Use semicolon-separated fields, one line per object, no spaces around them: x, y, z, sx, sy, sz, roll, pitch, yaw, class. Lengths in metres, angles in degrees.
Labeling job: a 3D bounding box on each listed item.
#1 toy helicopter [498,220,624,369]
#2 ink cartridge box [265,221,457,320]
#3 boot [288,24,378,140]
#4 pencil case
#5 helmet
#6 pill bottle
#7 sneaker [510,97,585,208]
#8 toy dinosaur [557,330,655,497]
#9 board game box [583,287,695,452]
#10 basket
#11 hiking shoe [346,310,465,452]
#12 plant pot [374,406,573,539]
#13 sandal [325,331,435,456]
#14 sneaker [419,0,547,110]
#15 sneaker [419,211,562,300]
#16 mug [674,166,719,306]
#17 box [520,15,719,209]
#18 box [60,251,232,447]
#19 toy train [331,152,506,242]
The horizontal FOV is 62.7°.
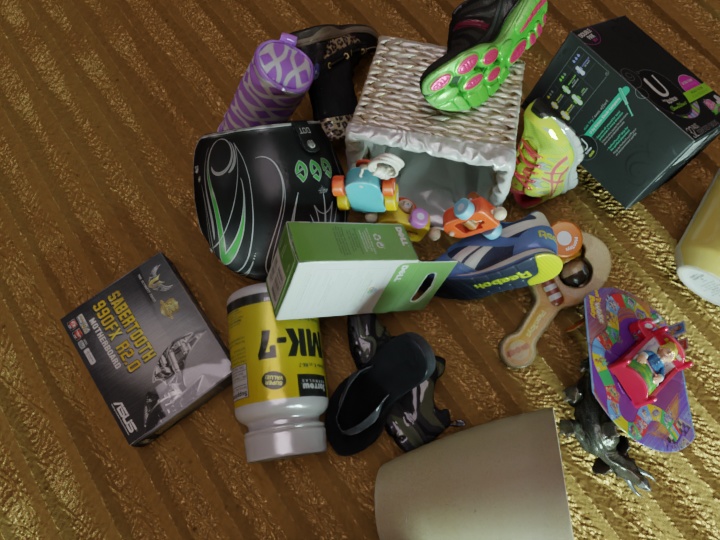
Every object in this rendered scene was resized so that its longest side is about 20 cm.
0.250;0.043;0.755;0.132;0.079;0.201;34;88;5;toy helicopter
0.000;0.000;0.687;0.199;0.104;0.060;-1;52;-26;ink cartridge box
-0.023;-0.270;0.851;0.073;0.200;0.151;-5;106;27;boot
-0.133;-0.224;0.794;0.084;0.200;0.086;7;65;-29;pencil case
-0.109;-0.081;0.741;0.199;0.200;0.192;-7;101;2;helmet
-0.099;0.124;0.720;0.114;0.114;0.201;-9;72;1;pill bottle
0.223;-0.134;0.744;0.090;0.200;0.078;-34;60;5;sneaker
0.276;0.162;0.700;0.077;0.102;0.201;-19;59;23;toy dinosaur
0.335;0.102;0.681;0.157;0.039;0.201;22;53;-18;board game box
0.098;-0.166;0.758;0.199;0.198;0.162;13;71;9;basket
0.052;0.119;0.740;0.100;0.076;0.201;-22;81;-12;hiking shoe
0.123;0.254;0.642;0.199;0.187;0.188;-10;71;16;plant pot
0.008;0.143;0.676;0.076;0.043;0.201;48;126;22;sandal
0.129;-0.251;0.660;0.084;0.077;0.200;31;66;33;sneaker
0.153;-0.017;0.744;0.199;0.074;0.083;-14;59;32;sneaker
0.460;-0.048;0.714;0.153;0.186;0.149;-50;31;-3;mug
0.343;-0.209;0.766;0.148;0.125;0.200;-26;68;-35;box
-0.273;0.101;0.774;0.158;0.048;0.200;-35;73;-7;box
0.065;-0.087;0.678;0.199;0.150;0.056;26;59;-34;toy train
